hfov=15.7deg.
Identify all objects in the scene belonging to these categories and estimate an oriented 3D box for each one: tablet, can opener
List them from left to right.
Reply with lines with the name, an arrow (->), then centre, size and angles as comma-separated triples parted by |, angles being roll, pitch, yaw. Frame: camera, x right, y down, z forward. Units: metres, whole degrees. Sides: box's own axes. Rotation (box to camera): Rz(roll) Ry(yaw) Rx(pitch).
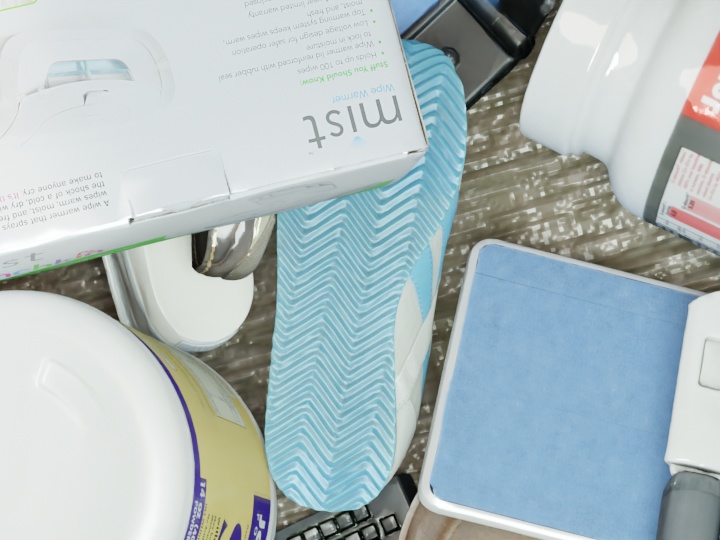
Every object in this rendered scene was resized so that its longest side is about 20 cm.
tablet -> 0.131, 0.066, 1.101 | 0.199, 0.014, 0.131 | 14, 63, -1
can opener -> 0.147, 0.097, 1.028 | 0.053, 0.067, 0.201 | 13, 70, -5

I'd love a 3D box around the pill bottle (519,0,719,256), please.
pill bottle -> 0.175, -0.058, 1.095 | 0.199, 0.116, 0.116 | 25, 85, 10

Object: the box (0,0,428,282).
box -> -0.094, -0.099, 1.012 | 0.199, 0.097, 0.177 | -15, 86, -11

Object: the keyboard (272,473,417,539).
keyboard -> 0.049, 0.183, 1.125 | 0.127, 0.021, 0.201 | -25, 80, 3

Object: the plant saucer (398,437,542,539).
plant saucer -> 0.107, 0.147, 1.080 | 0.199, 0.035, 0.201 | 6, 58, -10

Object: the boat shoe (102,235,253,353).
boat shoe -> -0.096, -0.060, 1.156 | 0.072, 0.068, 0.201 | -15, 87, -34

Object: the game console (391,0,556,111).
game console -> -0.015, -0.160, 1.134 | 0.176, 0.116, 0.200 | -42, 79, -1

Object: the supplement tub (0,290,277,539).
supplement tub -> -0.116, 0.092, 1.063 | 0.145, 0.200, 0.146 | -2, 81, 12

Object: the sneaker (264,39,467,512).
sneaker -> 0.000, 0.000, 1.118 | 0.076, 0.081, 0.201 | 13, 92, 5

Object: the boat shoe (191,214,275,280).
boat shoe -> -0.076, -0.093, 1.101 | 0.073, 0.074, 0.201 | -1, 77, -16
